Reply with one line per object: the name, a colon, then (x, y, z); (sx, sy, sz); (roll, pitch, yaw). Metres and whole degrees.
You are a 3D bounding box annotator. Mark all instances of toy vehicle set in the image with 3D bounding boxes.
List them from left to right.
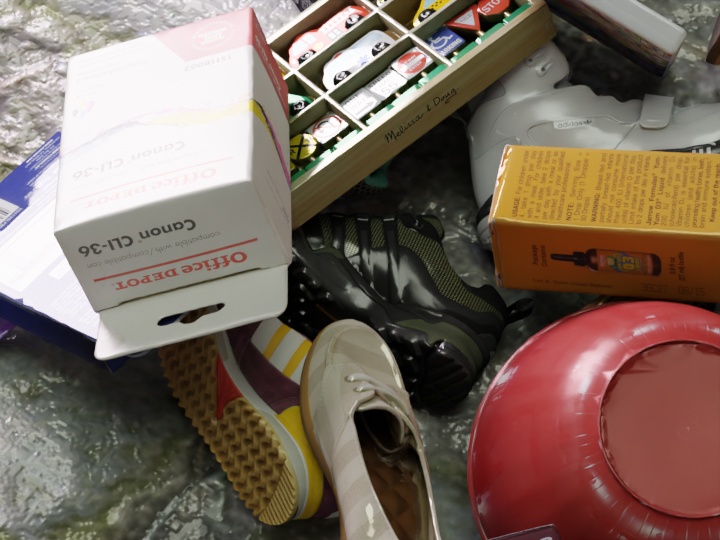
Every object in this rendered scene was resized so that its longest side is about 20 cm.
toy vehicle set: (0.002, -0.118, 1.432); (0.200, 0.027, 0.124); (-37, 45, -13)

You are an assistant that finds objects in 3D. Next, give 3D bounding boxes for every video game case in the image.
video game case: (0.128, -0.165, 1.462); (0.143, 0.200, 0.018); (32, 94, 4)

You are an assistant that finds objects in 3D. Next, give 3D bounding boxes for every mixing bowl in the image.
mixing bowl: (0.164, 0.097, 1.293); (0.200, 0.108, 0.200); (2, 73, -6)

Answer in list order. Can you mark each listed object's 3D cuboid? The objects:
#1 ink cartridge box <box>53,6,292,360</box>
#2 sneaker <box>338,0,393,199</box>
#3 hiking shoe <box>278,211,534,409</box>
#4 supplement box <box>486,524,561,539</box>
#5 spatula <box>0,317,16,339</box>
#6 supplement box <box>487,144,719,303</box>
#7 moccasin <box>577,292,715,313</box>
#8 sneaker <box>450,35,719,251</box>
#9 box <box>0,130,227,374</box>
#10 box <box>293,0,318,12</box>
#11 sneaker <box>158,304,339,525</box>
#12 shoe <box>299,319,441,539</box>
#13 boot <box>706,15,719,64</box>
ink cartridge box: (-0.102, -0.050, 1.337); (0.116, 0.068, 0.200); (-15, 41, 10)
sneaker: (0.018, -0.114, 1.490); (0.091, 0.078, 0.200); (5, 56, 40)
hiking shoe: (0.000, 0.000, 1.432); (0.200, 0.076, 0.101); (34, 49, 14)
supplement box: (0.101, 0.242, 1.221); (0.061, 0.109, 0.200); (-13, 55, -15)
spatula: (-0.281, 0.058, 1.411); (0.200, 0.021, 0.057); (-32, 54, -20)
supplement box: (0.175, -0.025, 1.358); (0.200, 0.067, 0.069); (2, 52, 11)
moccasin: (0.166, 0.009, 1.421); (0.078, 0.074, 0.201); (39, 72, 15)
sneaker: (0.150, -0.094, 1.447); (0.200, 0.075, 0.115); (-20, 86, 5)
box: (-0.147, -0.009, 1.390); (0.200, 0.032, 0.121); (22, 57, 42)
box: (0.039, -0.251, 1.574); (0.200, 0.122, 0.106); (-22, 54, -15)
sneaker: (-0.047, 0.065, 1.384); (0.090, 0.075, 0.200); (-4, 46, -31)
shoe: (0.014, 0.105, 1.280); (0.070, 0.053, 0.200); (16, 48, -31)
boot: (0.254, -0.145, 1.458); (0.075, 0.200, 0.074); (28, 98, 13)
